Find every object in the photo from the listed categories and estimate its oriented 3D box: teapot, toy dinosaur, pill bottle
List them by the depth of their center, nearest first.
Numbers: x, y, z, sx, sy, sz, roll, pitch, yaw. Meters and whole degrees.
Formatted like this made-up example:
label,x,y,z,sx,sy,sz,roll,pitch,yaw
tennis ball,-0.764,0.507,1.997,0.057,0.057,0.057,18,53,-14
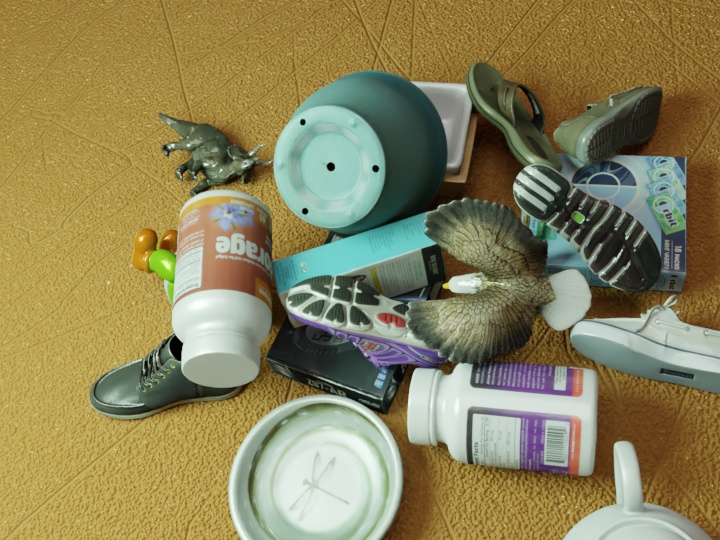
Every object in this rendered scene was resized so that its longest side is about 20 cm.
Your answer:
label,x,y,z,sx,sy,sz,roll,pitch,yaw
teapot,0.266,0.298,0.856,0.197,0.147,0.199,-44,59,-16
pill bottle,0.154,0.155,0.988,0.196,0.112,0.113,4,59,14
pill bottle,-0.153,0.021,1.023,0.110,0.113,0.203,-8,58,7
toy dinosaur,-0.217,-0.165,1.301,0.102,0.078,0.199,-33,52,-23

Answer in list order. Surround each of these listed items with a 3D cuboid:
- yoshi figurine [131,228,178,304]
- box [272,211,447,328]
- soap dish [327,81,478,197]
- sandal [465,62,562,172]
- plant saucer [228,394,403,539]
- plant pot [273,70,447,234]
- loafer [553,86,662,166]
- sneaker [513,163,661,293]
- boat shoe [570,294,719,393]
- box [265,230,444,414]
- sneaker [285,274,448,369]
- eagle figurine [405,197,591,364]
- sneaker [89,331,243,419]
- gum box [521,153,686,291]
label,x,y,z,sx,sy,sz,roll,pitch,yaw
yoshi figurine,-0.191,-0.007,1.168,0.198,0.113,0.113,26,60,22
box,0.000,0.000,1.081,0.197,0.083,0.050,-18,56,0
soap dish,0.058,-0.176,1.231,0.196,0.082,0.160,5,60,15
sandal,0.206,-0.202,1.168,0.079,0.058,0.202,-4,49,-34
plant saucer,-0.046,0.240,1.016,0.196,0.050,0.203,-6,58,9
plant pot,-0.009,-0.132,1.080,0.196,0.188,0.204,3,103,15
loafer,0.318,-0.194,1.163,0.198,0.076,0.069,-25,39,-39
sneaker,0.263,-0.060,1.071,0.199,0.116,0.076,40,102,-4
boat shoe,0.340,0.070,1.023,0.198,0.075,0.087,12,62,16
box,-0.002,0.056,1.123,0.158,0.044,0.202,17,64,21
sneaker,0.008,0.072,1.023,0.197,0.084,0.081,19,37,-3
eagle figurine,0.146,0.015,1.007,0.150,0.199,0.153,-37,69,25
sneaker,-0.247,0.117,1.101,0.196,0.107,0.076,-12,57,5
gum box,0.299,-0.064,1.132,0.196,0.045,0.172,4,60,14
